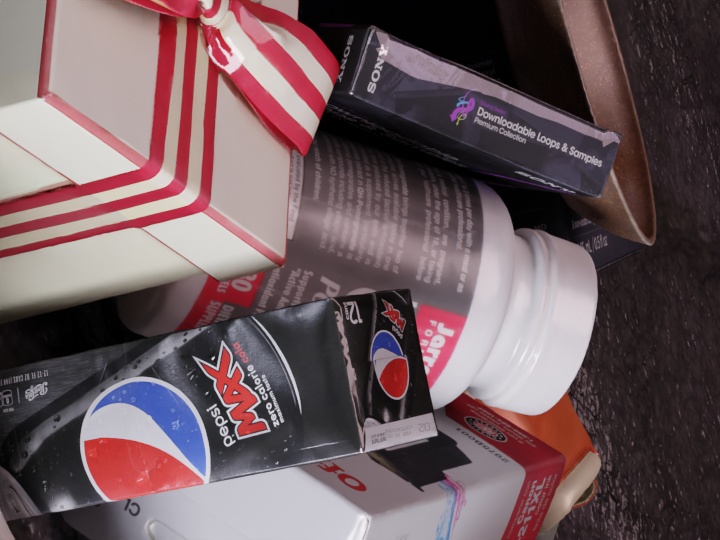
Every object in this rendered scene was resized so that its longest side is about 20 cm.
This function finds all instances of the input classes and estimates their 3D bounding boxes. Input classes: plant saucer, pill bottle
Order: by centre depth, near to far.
[{"bbox_3d":[0.000,0.000,1.251,0.199,0.111,0.111,17,59,-20],"label":"pill bottle"},{"bbox_3d":[0.098,-0.104,1.346,0.200,0.037,0.201,-16,90,-78],"label":"plant saucer"}]

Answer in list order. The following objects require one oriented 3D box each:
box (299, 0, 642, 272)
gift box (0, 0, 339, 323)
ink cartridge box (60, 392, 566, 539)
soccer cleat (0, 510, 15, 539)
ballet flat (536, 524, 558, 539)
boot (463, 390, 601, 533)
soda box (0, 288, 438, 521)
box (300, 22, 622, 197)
[{"bbox_3d":[0.060,-0.085,1.495,0.197,0.117,0.201,-19,96,-74],"label":"box"},{"bbox_3d":[-0.128,-0.106,1.129,0.184,0.186,0.201,30,55,-53],"label":"gift box"},{"bbox_3d":[-0.018,0.096,1.273,0.200,0.146,0.083,-8,126,-62],"label":"ink cartridge box"},{"bbox_3d":[-0.158,0.126,1.116,0.078,0.069,0.201,-35,103,-54],"label":"soccer cleat"},{"bbox_3d":[0.054,0.125,1.482,0.200,0.067,0.064,-3,120,-65],"label":"ballet flat"},{"bbox_3d":[0.080,0.078,1.460,0.107,0.075,0.200,45,15,-1],"label":"boot"},{"bbox_3d":[-0.074,0.057,1.146,0.071,0.199,0.064,-7,84,-61],"label":"soda box"},{"bbox_3d":[0.003,-0.075,1.267,0.143,0.200,0.036,20,83,-32],"label":"box"}]
